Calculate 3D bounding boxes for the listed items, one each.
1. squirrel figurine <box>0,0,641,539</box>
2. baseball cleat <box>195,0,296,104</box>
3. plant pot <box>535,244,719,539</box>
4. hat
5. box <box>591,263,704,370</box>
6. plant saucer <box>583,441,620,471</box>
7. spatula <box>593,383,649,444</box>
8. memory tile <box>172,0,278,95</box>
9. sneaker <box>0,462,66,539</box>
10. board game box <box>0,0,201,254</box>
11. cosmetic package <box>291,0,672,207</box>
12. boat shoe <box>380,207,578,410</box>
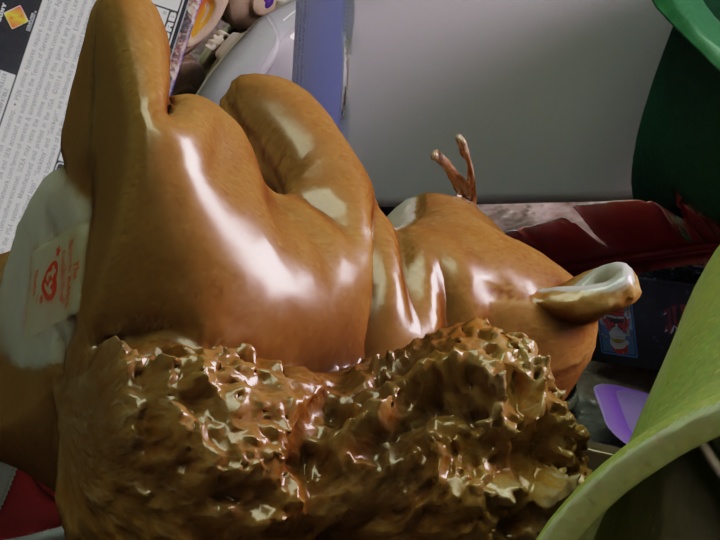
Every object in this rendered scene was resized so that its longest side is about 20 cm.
[{"bbox_3d":[-0.005,0.033,0.778,0.186,0.142,0.200,13,31,-30],"label":"squirrel figurine"},{"bbox_3d":[0.013,-0.085,1.147,0.106,0.070,0.200,32,47,25],"label":"baseball cleat"},{"bbox_3d":[0.144,0.067,0.689,0.199,0.201,0.184,5,29,9],"label":"plant pot"},{"bbox_3d":[0.126,-0.007,0.939,0.200,0.177,0.166,35,25,12],"label":"hat"},{"bbox_3d":[0.201,0.005,0.959,0.199,0.038,0.136,7,23,38],"label":"box"},{"bbox_3d":[0.043,0.110,0.803,0.199,0.030,0.200,0,26,0],"label":"plant saucer"},{"bbox_3d":[0.182,0.057,0.917,0.199,0.021,0.057,0,23,-3],"label":"spatula"},{"bbox_3d":[-0.057,-0.117,1.124,0.017,0.154,0.200,37,41,21],"label":"memory tile"},{"bbox_3d":[-0.149,0.041,0.841,0.199,0.113,0.071,-12,29,-23],"label":"sneaker"},{"bbox_3d":[-0.164,-0.072,0.900,0.199,0.160,0.097,18,-13,-5],"label":"board game box"},{"bbox_3d":[0.076,-0.080,0.995,0.199,0.102,0.074,0,14,-17],"label":"cosmetic package"},{"bbox_3d":[0.000,0.000,0.987,0.067,0.057,0.199,-23,35,-39],"label":"boat shoe"}]
